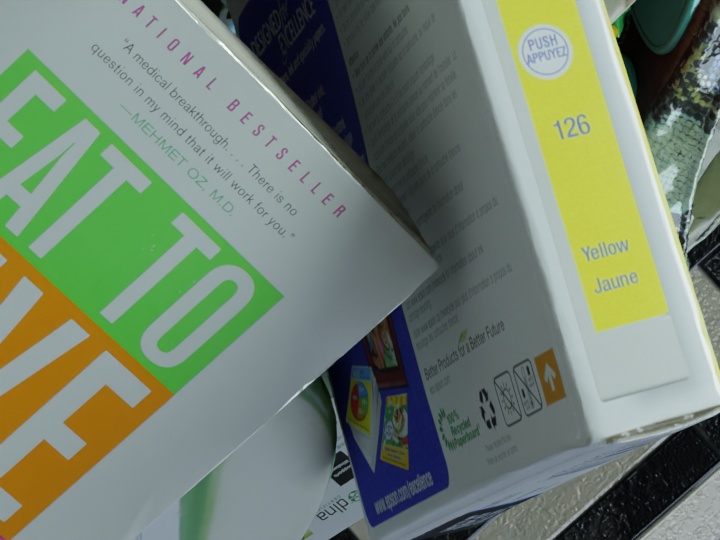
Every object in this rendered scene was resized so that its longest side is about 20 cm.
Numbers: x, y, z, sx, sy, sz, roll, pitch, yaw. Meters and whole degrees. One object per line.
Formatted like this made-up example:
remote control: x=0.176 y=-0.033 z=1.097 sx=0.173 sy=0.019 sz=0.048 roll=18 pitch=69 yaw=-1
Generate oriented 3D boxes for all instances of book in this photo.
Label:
book: x=-0.101 y=0.016 z=0.675 sx=0.200 sy=0.134 sz=0.048 roll=-43 pitch=-150 yaw=7

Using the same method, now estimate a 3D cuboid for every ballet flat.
ballet flat: x=0.121 y=-0.076 z=1.018 sx=0.074 sy=0.074 sz=0.200 roll=-42 pitch=158 yaw=-50

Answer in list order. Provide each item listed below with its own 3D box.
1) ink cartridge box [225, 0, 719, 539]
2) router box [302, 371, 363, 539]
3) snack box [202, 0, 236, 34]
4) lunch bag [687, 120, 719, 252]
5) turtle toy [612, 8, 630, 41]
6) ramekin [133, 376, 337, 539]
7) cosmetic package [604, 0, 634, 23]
ink cartridge box: x=0.017 y=-0.039 z=0.745 sx=0.047 sy=0.200 sz=0.198 roll=-12 pitch=171 yaw=-15
router box: x=0.000 y=0.000 z=0.991 sx=0.200 sy=0.049 sz=0.180 roll=-34 pitch=-148 yaw=25
snack box: x=0.020 y=-0.148 z=0.866 sx=0.200 sy=0.037 sz=0.116 roll=-42 pitch=-179 yaw=35
lunch bag: x=0.091 y=-0.095 z=1.216 sx=0.164 sy=0.200 sz=0.118 roll=-45 pitch=-176 yaw=4
turtle toy: x=0.054 y=-0.062 z=1.112 sx=0.200 sy=0.146 sz=0.101 roll=-54 pitch=-171 yaw=9
ramekin: x=-0.103 y=0.056 z=0.813 sx=0.200 sy=0.098 sz=0.200 roll=-28 pitch=151 yaw=-17
cosmetic package: x=0.114 y=-0.161 z=0.843 sx=0.200 sy=0.073 sz=0.104 roll=-45 pitch=180 yaw=29
